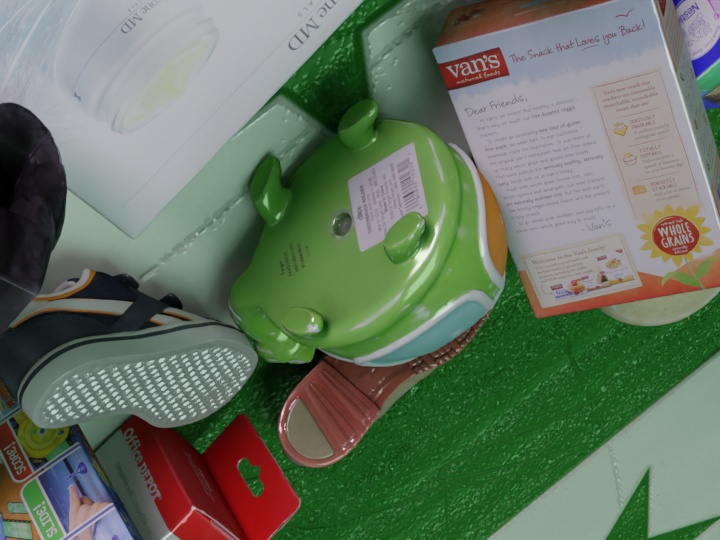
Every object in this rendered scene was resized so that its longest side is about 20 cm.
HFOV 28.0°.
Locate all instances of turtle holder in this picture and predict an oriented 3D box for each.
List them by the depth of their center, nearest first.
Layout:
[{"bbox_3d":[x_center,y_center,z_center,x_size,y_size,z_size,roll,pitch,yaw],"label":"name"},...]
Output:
[{"bbox_3d":[0.008,0.003,0.868,0.131,0.141,0.186,27,104,-46],"label":"turtle holder"}]

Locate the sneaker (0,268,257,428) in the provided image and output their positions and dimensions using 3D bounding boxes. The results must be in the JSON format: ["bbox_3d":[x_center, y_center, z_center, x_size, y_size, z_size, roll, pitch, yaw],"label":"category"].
[{"bbox_3d":[-0.138,0.042,0.848,0.079,0.079,0.200,-51,155,14],"label":"sneaker"}]

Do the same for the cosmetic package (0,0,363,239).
[{"bbox_3d":[-0.119,-0.159,0.672,0.199,0.123,0.200,-46,137,3],"label":"cosmetic package"}]

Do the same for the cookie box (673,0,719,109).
[{"bbox_3d":[0.282,-0.179,0.899,0.199,0.076,0.171,-14,160,-37],"label":"cookie box"}]

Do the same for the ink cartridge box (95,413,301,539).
[{"bbox_3d":[-0.143,0.171,0.902,0.200,0.116,0.067,-44,127,1],"label":"ink cartridge box"}]

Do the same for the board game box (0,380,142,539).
[{"bbox_3d":[-0.198,0.149,0.791,0.135,0.200,0.035,-35,135,-7],"label":"board game box"}]

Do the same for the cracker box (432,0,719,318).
[{"bbox_3d":[0.141,-0.075,0.873,0.133,0.058,0.201,-10,121,24],"label":"cracker box"}]

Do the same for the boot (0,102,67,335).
[{"bbox_3d":[-0.198,-0.008,0.654,0.065,0.166,0.200,8,141,-31],"label":"boot"}]

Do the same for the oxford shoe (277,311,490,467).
[{"bbox_3d":[0.016,0.053,0.979,0.200,0.071,0.074,-41,177,-15],"label":"oxford shoe"}]

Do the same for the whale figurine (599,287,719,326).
[{"bbox_3d":[0.170,-0.053,0.989,0.199,0.104,0.160,33,103,-20],"label":"whale figurine"}]
